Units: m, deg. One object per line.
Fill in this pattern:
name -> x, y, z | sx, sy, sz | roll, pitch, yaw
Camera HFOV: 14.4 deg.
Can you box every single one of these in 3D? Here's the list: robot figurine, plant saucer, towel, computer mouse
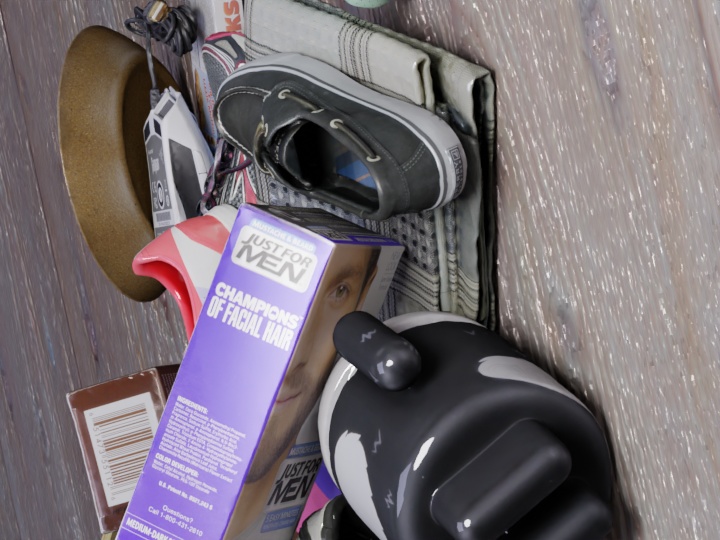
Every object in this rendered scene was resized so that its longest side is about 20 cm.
robot figurine -> 0.052, 0.098, 1.471 | 0.200, 0.124, 0.151 | -139, 50, -62
plant saucer -> -0.155, -0.079, 2.027 | 0.200, 0.035, 0.202 | -10, -90, -71
towel -> 0.001, -0.051, 1.586 | 0.200, 0.034, 0.194 | 25, 127, 43
computer mouse -> -0.122, -0.088, 1.956 | 0.110, 0.044, 0.201 | 180, 83, -72

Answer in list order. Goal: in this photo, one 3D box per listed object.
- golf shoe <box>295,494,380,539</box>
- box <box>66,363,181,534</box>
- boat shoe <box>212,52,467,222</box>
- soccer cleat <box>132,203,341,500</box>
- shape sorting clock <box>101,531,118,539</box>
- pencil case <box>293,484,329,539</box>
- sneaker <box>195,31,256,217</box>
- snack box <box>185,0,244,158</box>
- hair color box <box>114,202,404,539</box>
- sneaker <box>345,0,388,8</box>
golf shoe -> 0.042, 0.204, 1.551 | 0.200, 0.073, 0.092 | 36, 142, 13
box -> -0.124, 0.117, 1.962 | 0.200, 0.075, 0.101 | -2, -104, -71
boat shoe -> -0.025, -0.071, 1.538 | 0.200, 0.056, 0.069 | 19, 125, 49
soccer cleat -> -0.060, 0.058, 1.649 | 0.201, 0.073, 0.068 | 60, 157, 16
shape sorting clock -> -0.152, 0.232, 2.038 | 0.200, 0.039, 0.201 | 11, -90, -70
pencil case -> -0.050, 0.171, 1.892 | 0.090, 0.093, 0.201 | -22, 80, 37
sneaker -> -0.075, -0.057, 1.856 | 0.081, 0.074, 0.201 | 171, 89, -72
snack box -> -0.093, -0.105, 1.962 | 0.072, 0.024, 0.201 | -145, 46, -64
hair color box -> -0.053, 0.067, 1.530 | 0.109, 0.065, 0.201 | 0, -69, -69
sneaker -> -0.023, -0.239, 1.583 | 0.118, 0.073, 0.201 | 101, 153, -57
